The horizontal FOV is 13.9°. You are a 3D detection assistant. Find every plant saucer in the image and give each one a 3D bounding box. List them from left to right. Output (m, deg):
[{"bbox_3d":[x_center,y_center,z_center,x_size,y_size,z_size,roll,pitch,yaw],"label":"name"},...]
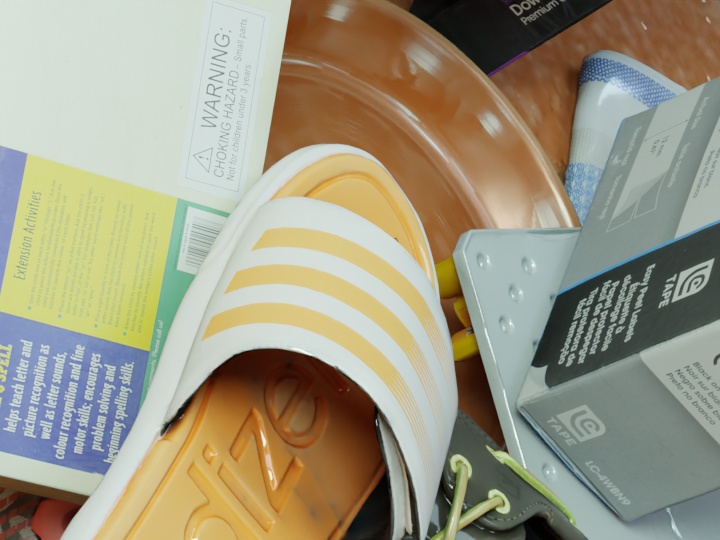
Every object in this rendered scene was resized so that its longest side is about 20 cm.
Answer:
[{"bbox_3d":[0.000,0.000,0.960,0.200,0.032,0.201,23,53,-35],"label":"plant saucer"}]

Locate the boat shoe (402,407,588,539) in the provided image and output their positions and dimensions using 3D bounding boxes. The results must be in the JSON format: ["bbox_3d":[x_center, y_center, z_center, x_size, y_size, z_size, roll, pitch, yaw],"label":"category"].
[{"bbox_3d":[0.026,0.078,0.819,0.201,0.061,0.072,47,69,-31],"label":"boat shoe"}]

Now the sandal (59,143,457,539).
[{"bbox_3d":[-0.015,0.051,0.713,0.079,0.059,0.207,48,48,-24],"label":"sandal"}]

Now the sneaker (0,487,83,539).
[{"bbox_3d":[-0.088,0.050,0.818,0.071,0.098,0.201,12,82,-54],"label":"sneaker"}]

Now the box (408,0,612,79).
[{"bbox_3d":[0.106,-0.152,1.024,0.036,0.200,0.143,42,43,-17],"label":"box"}]

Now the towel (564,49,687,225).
[{"bbox_3d":[0.130,0.026,1.078,0.147,0.024,0.200,30,50,-28],"label":"towel"}]

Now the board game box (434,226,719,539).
[{"bbox_3d":[0.116,0.083,0.987,0.200,0.026,0.200,-1,71,-48],"label":"board game box"}]

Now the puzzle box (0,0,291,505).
[{"bbox_3d":[-0.086,-0.045,0.745,0.133,0.025,0.200,16,77,-30],"label":"puzzle box"}]

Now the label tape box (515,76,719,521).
[{"bbox_3d":[0.155,-0.018,0.907,0.066,0.200,0.143,45,43,-20],"label":"label tape box"}]
